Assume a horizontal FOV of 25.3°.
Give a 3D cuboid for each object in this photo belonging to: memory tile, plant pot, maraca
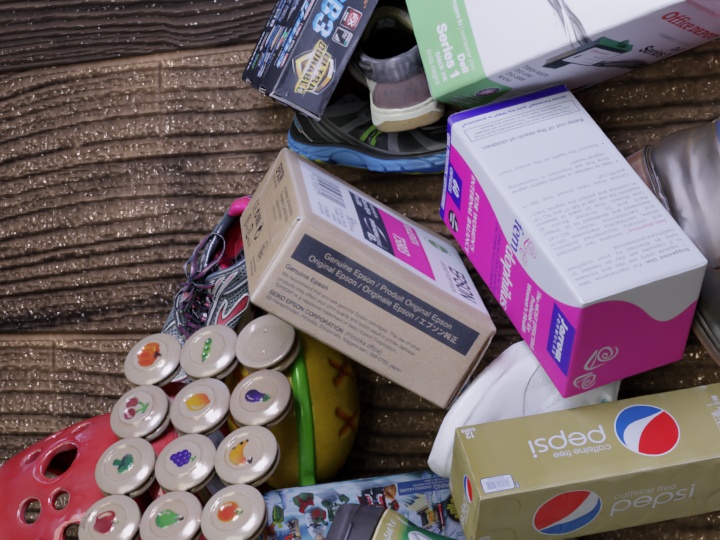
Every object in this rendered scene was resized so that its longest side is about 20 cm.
[{"bbox_3d":[-0.125,0.122,1.194,0.153,0.017,0.200,-7,49,20],"label":"memory tile"},{"bbox_3d":[-0.173,0.205,1.306,0.182,0.200,0.201,-28,73,18],"label":"plant pot"},{"bbox_3d":[-0.052,0.127,1.281,0.107,0.137,0.201,-7,87,-7],"label":"maraca"}]

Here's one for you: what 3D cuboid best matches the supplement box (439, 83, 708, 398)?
[{"bbox_3d":[0.144,-0.024,1.131,0.101,0.103,0.200,92,153,-45],"label":"supplement box"}]

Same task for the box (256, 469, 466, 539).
[{"bbox_3d":[0.002,0.225,1.202,0.040,0.199,0.137,-22,74,63],"label":"box"}]

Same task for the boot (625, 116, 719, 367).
[{"bbox_3d":[0.265,-0.018,1.126,0.097,0.075,0.200,-33,69,28],"label":"boot"}]

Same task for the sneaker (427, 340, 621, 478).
[{"bbox_3d":[0.140,0.093,1.149,0.200,0.075,0.088,-38,68,-16],"label":"sneaker"}]

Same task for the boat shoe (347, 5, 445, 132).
[{"bbox_3d":[0.026,-0.170,1.221,0.071,0.201,0.066,-9,119,-1],"label":"boat shoe"}]

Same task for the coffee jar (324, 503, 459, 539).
[{"bbox_3d":[0.062,0.234,1.114,0.199,0.085,0.104,15,53,11],"label":"coffee jar"}]

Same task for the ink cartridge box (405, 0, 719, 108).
[{"bbox_3d":[0.158,-0.187,1.157,0.200,0.146,0.085,-18,81,29],"label":"ink cartridge box"}]

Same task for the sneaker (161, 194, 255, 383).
[{"bbox_3d":[-0.125,0.016,1.355,0.081,0.075,0.200,39,107,27],"label":"sneaker"}]

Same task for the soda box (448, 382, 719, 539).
[{"bbox_3d":[0.165,0.137,1.107,0.068,0.199,0.064,93,165,-45],"label":"soda box"}]

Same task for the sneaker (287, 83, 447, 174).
[{"bbox_3d":[0.026,-0.120,1.275,0.199,0.071,0.083,9,98,34],"label":"sneaker"}]

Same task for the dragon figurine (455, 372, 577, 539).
[{"bbox_3d":[0.125,0.169,1.205,0.099,0.059,0.201,-16,79,29],"label":"dragon figurine"}]

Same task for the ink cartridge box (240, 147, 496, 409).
[{"bbox_3d":[0.000,0.000,1.179,0.164,0.200,0.075,28,103,-15],"label":"ink cartridge box"}]

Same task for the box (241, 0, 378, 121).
[{"bbox_3d":[-0.022,-0.221,1.242,0.050,0.198,0.200,24,94,-16],"label":"box"}]
